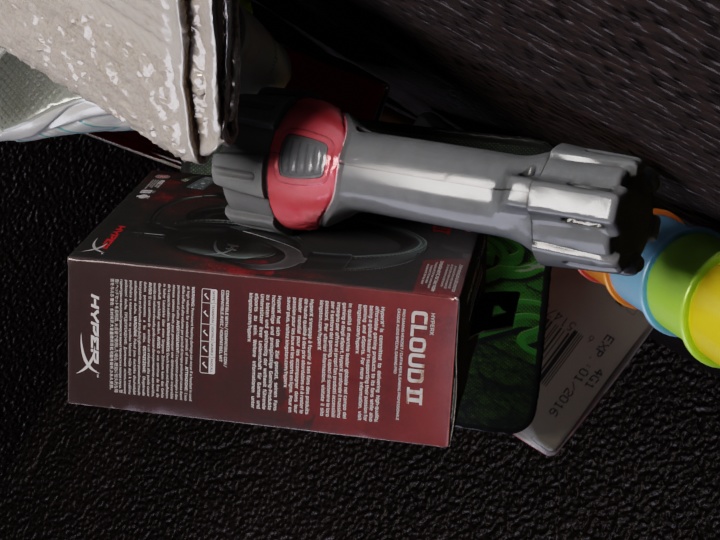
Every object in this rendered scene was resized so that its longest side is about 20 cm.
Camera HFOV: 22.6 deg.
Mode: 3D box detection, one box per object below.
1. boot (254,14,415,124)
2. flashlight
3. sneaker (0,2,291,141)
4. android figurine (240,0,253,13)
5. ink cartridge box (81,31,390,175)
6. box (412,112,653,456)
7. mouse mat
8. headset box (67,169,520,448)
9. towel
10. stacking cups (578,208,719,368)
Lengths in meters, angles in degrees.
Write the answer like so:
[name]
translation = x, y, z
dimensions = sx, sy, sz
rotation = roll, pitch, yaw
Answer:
[boot]
translation = -0.074, -0.151, 1.241
dimensions = 0.187, 0.069, 0.199
rotation = 22, -177, 37
[flashlight]
translation = 0.033, -0.037, 0.794
dimensions = 0.198, 0.068, 0.068
rotation = 11, 136, 27
[sneaker]
translation = -0.125, -0.092, 0.882
dimensions = 0.198, 0.071, 0.080
rotation = 0, 169, 28
[android figurine]
translation = -0.138, -0.180, 0.884
dimensions = 0.199, 0.041, 0.182
rotation = 32, -179, -14
[ink cartridge box]
translation = -0.093, -0.105, 1.019
dimensions = 0.198, 0.085, 0.176
rotation = 19, -172, -15
[box]
translation = 0.073, 0.002, 1.052
dimensions = 0.127, 0.109, 0.200
rotation = 34, -172, -16
[mouse mat]
translation = 0.000, 0.000, 0.937
dimensions = 0.198, 0.163, 0.008
rotation = 7, -160, 8
[headset box]
translation = -0.024, 0.015, 0.862
dimensions = 0.198, 0.078, 0.149
rotation = 5, -161, 8
[towel]
translation = -0.131, -0.134, 0.757
dimensions = 0.199, 0.034, 0.133
rotation = 30, 143, 24
[stacking cups]
translation = 0.150, -0.003, 0.855
dimensions = 0.060, 0.061, 0.200
rotation = 30, -173, -26
